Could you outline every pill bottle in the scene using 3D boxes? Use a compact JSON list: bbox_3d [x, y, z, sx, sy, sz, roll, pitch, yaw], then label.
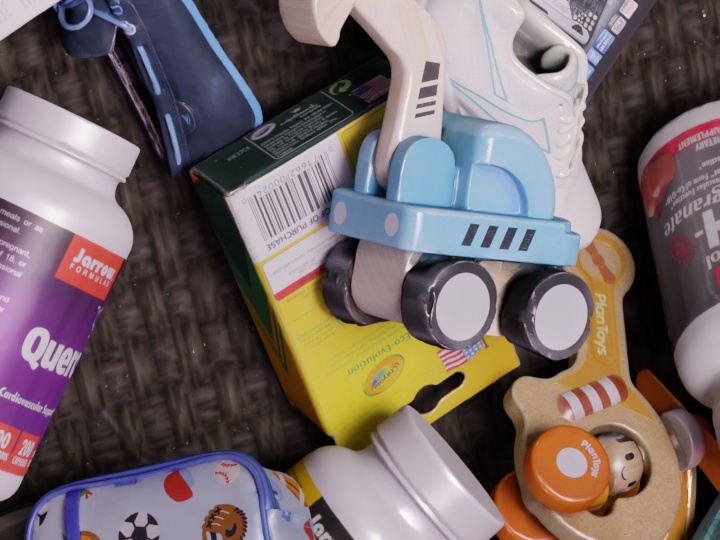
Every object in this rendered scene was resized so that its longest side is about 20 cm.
[{"bbox_3d":[-0.190,0.011,1.505,0.112,0.112,0.201,26,88,-24],"label":"pill bottle"},{"bbox_3d":[0.223,0.011,1.625,0.110,0.111,0.201,9,52,-23],"label":"pill bottle"},{"bbox_3d":[-0.024,0.168,1.574,0.200,0.112,0.112,-41,112,5],"label":"pill bottle"}]

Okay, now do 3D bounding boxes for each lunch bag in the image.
[{"bbox_3d":[-0.096,0.200,1.490,0.160,0.076,0.201,-12,72,17],"label":"lunch bag"}]

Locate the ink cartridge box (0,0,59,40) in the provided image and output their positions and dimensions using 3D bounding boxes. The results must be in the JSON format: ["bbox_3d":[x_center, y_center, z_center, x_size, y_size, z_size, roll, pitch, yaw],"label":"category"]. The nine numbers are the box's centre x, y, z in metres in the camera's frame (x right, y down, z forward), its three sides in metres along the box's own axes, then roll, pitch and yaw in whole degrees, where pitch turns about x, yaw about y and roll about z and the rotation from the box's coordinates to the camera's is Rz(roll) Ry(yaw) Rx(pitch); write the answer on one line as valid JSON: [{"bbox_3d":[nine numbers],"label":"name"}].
[{"bbox_3d":[-0.218,-0.189,1.464,0.200,0.047,0.160,-33,109,7],"label":"ink cartridge box"}]

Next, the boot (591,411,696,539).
[{"bbox_3d":[0.106,0.169,1.670,0.144,0.071,0.202,9,102,-32],"label":"boot"}]

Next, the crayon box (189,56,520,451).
[{"bbox_3d":[0.000,0.000,1.601,0.127,0.051,0.200,-31,123,-16],"label":"crayon box"}]

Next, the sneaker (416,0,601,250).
[{"bbox_3d":[0.093,-0.083,1.600,0.200,0.080,0.071,55,37,-36],"label":"sneaker"}]

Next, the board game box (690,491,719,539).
[{"bbox_3d":[0.230,0.154,1.705,0.200,0.028,0.135,-57,156,-6],"label":"board game box"}]

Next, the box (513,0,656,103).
[{"bbox_3d":[0.118,-0.221,1.632,0.158,0.050,0.200,39,83,-23],"label":"box"}]

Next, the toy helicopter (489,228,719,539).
[{"bbox_3d":[0.144,0.068,1.643,0.132,0.079,0.201,8,61,-14],"label":"toy helicopter"}]

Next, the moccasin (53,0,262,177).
[{"bbox_3d":[-0.127,-0.133,1.529,0.068,0.080,0.200,-39,110,-8],"label":"moccasin"}]

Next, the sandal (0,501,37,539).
[{"bbox_3d":[-0.212,0.182,1.552,0.200,0.057,0.080,-17,104,-19],"label":"sandal"}]

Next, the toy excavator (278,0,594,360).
[{"bbox_3d":[0.034,-0.064,1.517,0.194,0.100,0.201,6,94,-35],"label":"toy excavator"}]
